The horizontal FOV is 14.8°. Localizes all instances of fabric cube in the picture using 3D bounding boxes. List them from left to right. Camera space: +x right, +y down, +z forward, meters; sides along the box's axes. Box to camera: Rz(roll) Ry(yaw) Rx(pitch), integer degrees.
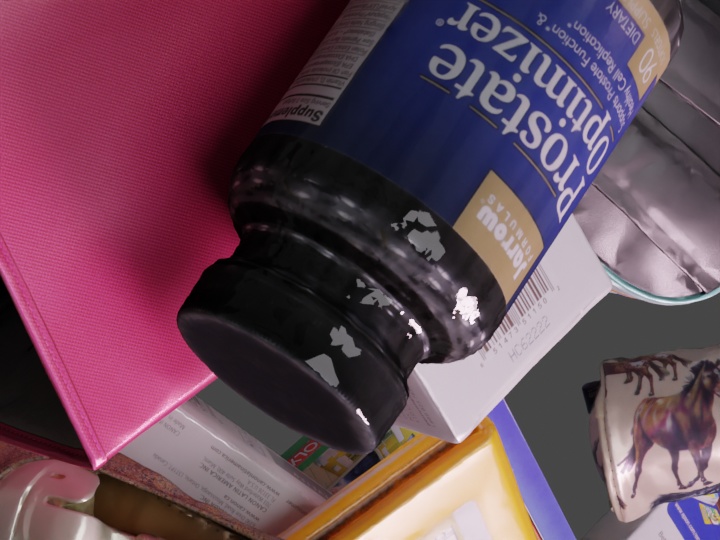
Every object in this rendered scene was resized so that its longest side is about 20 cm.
[{"bbox_3d":[-0.115,-0.069,1.086,0.199,0.200,0.197,-37,115,-27],"label":"fabric cube"}]

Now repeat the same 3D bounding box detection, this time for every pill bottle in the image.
[{"bbox_3d":[0.023,-0.039,1.000,0.112,0.112,0.200,45,69,-31],"label":"pill bottle"}]

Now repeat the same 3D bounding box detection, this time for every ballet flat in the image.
[{"bbox_3d":[-0.093,0.111,1.125,0.199,0.067,0.068,16,88,1],"label":"ballet flat"}]

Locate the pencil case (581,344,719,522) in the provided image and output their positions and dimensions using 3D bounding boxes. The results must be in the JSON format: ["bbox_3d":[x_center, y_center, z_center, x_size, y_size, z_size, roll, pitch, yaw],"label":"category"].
[{"bbox_3d":[0.210,0.069,1.347,0.199,0.090,0.078,-9,69,2],"label":"pencil case"}]

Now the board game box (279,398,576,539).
[{"bbox_3d":[0.039,0.144,1.328,0.134,0.029,0.201,-40,117,-22],"label":"board game box"}]

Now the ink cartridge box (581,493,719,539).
[{"bbox_3d":[0.206,0.109,1.434,0.200,0.037,0.095,-43,118,-19],"label":"ink cartridge box"}]

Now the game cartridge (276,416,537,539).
[{"bbox_3d":[0.012,0.177,1.244,0.176,0.032,0.200,-35,133,-13],"label":"game cartridge"}]

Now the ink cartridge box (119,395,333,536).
[{"bbox_3d":[-0.115,0.148,1.215,0.161,0.050,0.200,37,95,-26],"label":"ink cartridge box"}]

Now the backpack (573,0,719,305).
[{"bbox_3d":[0.104,-0.084,1.259,0.200,0.153,0.176,33,78,-17],"label":"backpack"}]

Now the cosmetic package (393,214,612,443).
[{"bbox_3d":[0.000,0.000,1.173,0.101,0.200,0.071,-43,119,-21],"label":"cosmetic package"}]
